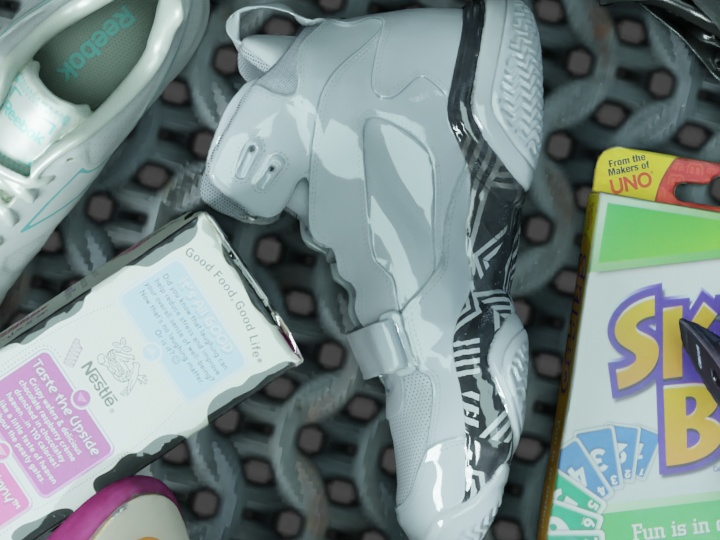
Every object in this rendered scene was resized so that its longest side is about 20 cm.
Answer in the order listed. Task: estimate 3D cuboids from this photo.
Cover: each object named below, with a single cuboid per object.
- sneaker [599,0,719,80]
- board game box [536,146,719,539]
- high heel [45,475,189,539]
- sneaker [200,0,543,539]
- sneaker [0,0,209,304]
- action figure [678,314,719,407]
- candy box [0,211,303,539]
[{"bbox_3d":[0.112,-0.136,1.034,0.200,0.060,0.104,38,83,-8],"label":"sneaker"},{"bbox_3d":[0.118,0.060,1.055,0.095,0.030,0.200,9,87,-6],"label":"board game box"},{"bbox_3d":[-0.113,0.117,0.959,0.067,0.200,0.096,-7,46,-30],"label":"high heel"},{"bbox_3d":[0.000,0.000,1.020,0.115,0.075,0.200,5,85,-5],"label":"sneaker"},{"bbox_3d":[-0.127,-0.040,1.004,0.070,0.080,0.200,38,89,-6],"label":"sneaker"},{"bbox_3d":[0.219,0.019,1.021,0.200,0.069,0.130,-22,117,-10],"label":"action figure"},{"bbox_3d":[-0.120,0.058,0.976,0.200,0.136,0.061,-34,95,-4],"label":"candy box"}]
